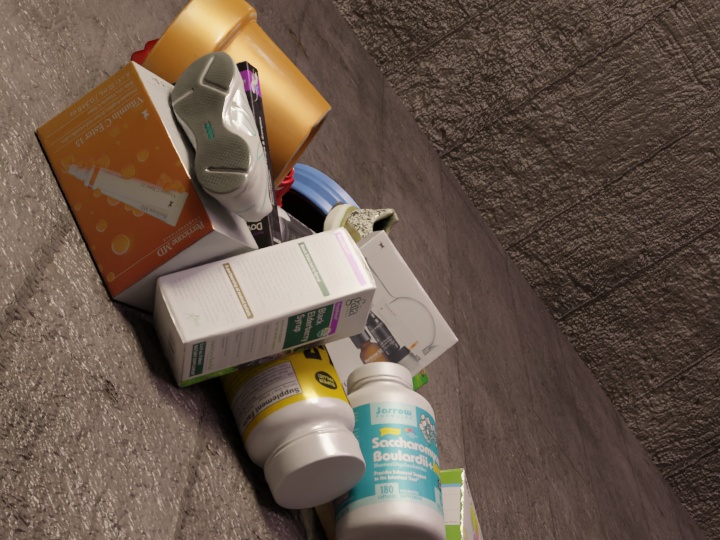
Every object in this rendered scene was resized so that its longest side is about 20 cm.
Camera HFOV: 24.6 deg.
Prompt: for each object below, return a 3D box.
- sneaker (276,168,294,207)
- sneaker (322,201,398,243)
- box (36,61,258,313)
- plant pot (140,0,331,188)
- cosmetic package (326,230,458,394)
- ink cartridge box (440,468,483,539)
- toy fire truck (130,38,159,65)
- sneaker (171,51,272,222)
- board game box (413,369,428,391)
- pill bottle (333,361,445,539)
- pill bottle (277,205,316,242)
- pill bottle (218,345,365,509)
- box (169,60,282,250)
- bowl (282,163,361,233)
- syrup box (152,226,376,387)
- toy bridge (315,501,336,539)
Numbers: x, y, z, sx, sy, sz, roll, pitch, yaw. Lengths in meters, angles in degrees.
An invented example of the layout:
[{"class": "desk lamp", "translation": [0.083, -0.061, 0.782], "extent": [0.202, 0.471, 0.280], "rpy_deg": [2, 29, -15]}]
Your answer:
[{"class": "sneaker", "translation": [-0.106, -0.067, 1.962], "extent": [0.200, 0.115, 0.079], "rpy_deg": [36, 24, -58]}, {"class": "sneaker", "translation": [0.000, 0.000, 1.859], "extent": [0.077, 0.088, 0.201], "rpy_deg": [47, 39, -45]}, {"class": "box", "translation": [-0.207, -0.078, 1.593], "extent": [0.200, 0.124, 0.097], "rpy_deg": [62, 14, 21]}, {"class": "plant pot", "translation": [-0.140, -0.183, 1.807], "extent": [0.183, 0.200, 0.200], "rpy_deg": [35, 14, -1]}, {"class": "cosmetic package", "translation": [-0.016, 0.075, 1.783], "extent": [0.151, 0.200, 0.052], "rpy_deg": [54, -15, -7]}, {"class": "ink cartridge box", "translation": [0.089, 0.258, 1.798], "extent": [0.148, 0.075, 0.201], "rpy_deg": [72, 17, -47]}, {"class": "toy fire truck", "translation": [-0.196, -0.205, 2.014], "extent": [0.200, 0.112, 0.169], "rpy_deg": [-73, 148, -72]}, {"class": "sneaker", "translation": [-0.131, -0.126, 1.583], "extent": [0.080, 0.070, 0.201], "rpy_deg": [55, 16, -50]}, {"class": "board game box", "translation": [0.043, 0.099, 1.947], "extent": [0.200, 0.030, 0.096], "rpy_deg": [-14, 88, -75]}, {"class": "pill bottle", "translation": [0.025, 0.195, 1.678], "extent": [0.111, 0.110, 0.201], "rpy_deg": [44, 33, -46]}, {"class": "pill bottle", "translation": [-0.110, -0.021, 1.863], "extent": [0.200, 0.106, 0.106], "rpy_deg": [36, 25, -59]}, {"class": "pill bottle", "translation": [-0.073, 0.127, 1.632], "extent": [0.114, 0.114, 0.200], "rpy_deg": [38, 23, -55]}, {"class": "box", "translation": [-0.158, -0.095, 1.650], "extent": [0.036, 0.142, 0.201], "rpy_deg": [30, 50, -66]}, {"class": "bowl", "translation": [-0.051, -0.037, 2.034], "extent": [0.200, 0.039, 0.201], "rpy_deg": [37, -31, 27]}, {"class": "syrup box", "translation": [-0.092, 0.034, 1.575], "extent": [0.079, 0.199, 0.082], "rpy_deg": [106, -36, -53]}, {"class": "toy bridge", "translation": [-0.015, 0.266, 1.707], "extent": [0.200, 0.027, 0.067], "rpy_deg": [59, 14, 1]}]
